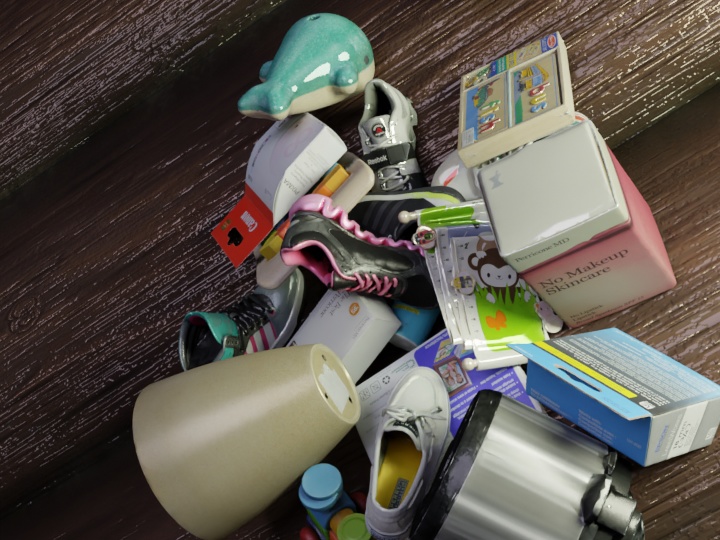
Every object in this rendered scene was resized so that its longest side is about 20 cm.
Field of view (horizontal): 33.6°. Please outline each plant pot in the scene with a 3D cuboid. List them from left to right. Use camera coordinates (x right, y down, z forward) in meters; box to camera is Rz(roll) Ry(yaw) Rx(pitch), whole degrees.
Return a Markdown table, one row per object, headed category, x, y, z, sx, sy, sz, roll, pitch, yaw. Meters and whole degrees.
| category | x | y | z | sx | sy | sz | roll | pitch | yaw |
| --- | --- | --- | --- | --- | --- | --- | --- | --- | --- |
| plant pot | -0.106 | 0.164 | 1.277 | 0.200 | 0.187 | 0.188 | -28 | 56 | 19 |

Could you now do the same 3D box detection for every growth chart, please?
| category | x | y | z | sx | sy | sz | roll | pitch | yaw |
| --- | --- | --- | --- | --- | --- | --- | --- | --- | --- |
| growth chart | 0.137 | 0.013 | 1.277 | 0.144 | 0.018 | 0.201 | -16 | 78 | -22 |

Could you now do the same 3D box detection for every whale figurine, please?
| category | x | y | z | sx | sy | sz | roll | pitch | yaw |
| --- | --- | --- | --- | --- | --- | --- | --- | --- | --- |
| whale figurine | -0.071 | -0.258 | 1.505 | 0.159 | 0.104 | 0.200 | 14 | 38 | 38 |

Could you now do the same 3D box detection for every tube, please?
| category | x | y | z | sx | sy | sz | roll | pitch | yaw |
| --- | --- | --- | --- | --- | --- | --- | --- | --- | --- |
| tube | 0.087 | -0.004 | 1.380 | 0.077 | 0.050 | 0.200 | 17 | 71 | 25 |

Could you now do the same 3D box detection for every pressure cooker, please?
| category | x | y | z | sx | sy | sz | roll | pitch | yaw |
| --- | --- | --- | --- | --- | --- | --- | --- | --- | --- |
| pressure cooker | 0.165 | 0.224 | 1.115 | 0.200 | 0.176 | 0.179 | 26 | 105 | 4 |

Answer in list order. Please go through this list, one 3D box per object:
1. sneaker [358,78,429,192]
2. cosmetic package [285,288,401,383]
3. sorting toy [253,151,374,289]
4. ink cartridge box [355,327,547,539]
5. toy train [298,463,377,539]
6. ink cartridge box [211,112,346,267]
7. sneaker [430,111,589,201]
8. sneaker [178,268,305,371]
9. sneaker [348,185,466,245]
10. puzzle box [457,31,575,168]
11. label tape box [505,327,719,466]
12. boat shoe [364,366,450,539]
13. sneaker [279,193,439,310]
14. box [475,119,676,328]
| category | x | y | z | sx | sy | sz | roll | pitch | yaw |
| --- | --- | --- | --- | --- | --- | --- | --- | --- | --- |
| sneaker | 0.031 | -0.142 | 1.448 | 0.074 | 0.088 | 0.201 | -20 | 62 | 20 |
| cosmetic package | -0.043 | 0.104 | 1.363 | 0.200 | 0.051 | 0.083 | -54 | 52 | 21 |
| sorting toy | -0.066 | -0.070 | 1.440 | 0.185 | 0.036 | 0.200 | -47 | 15 | 3 |
| ink cartridge box | 0.098 | 0.169 | 1.288 | 0.198 | 0.043 | 0.200 | -34 | 53 | 13 |
| toy train | 0.007 | 0.294 | 1.227 | 0.085 | 0.116 | 0.200 | -33 | 52 | -14 |
| ink cartridge box | -0.118 | -0.112 | 1.499 | 0.200 | 0.057 | 0.163 | -43 | 25 | -1 |
| sneaker | 0.168 | -0.123 | 1.334 | 0.199 | 0.093 | 0.071 | -21 | 96 | 12 |
| sneaker | -0.152 | 0.064 | 1.437 | 0.083 | 0.121 | 0.200 | 23 | 80 | 35 |
| sneaker | 0.033 | -0.045 | 1.365 | 0.200 | 0.072 | 0.083 | -14 | 37 | 39 |
| puzzle box | 0.177 | -0.199 | 1.368 | 0.133 | 0.025 | 0.200 | -22 | 29 | 19 |
| label tape box | 0.237 | 0.120 | 1.130 | 0.144 | 0.200 | 0.063 | 31 | 113 | 37 |
| boat shoe | 0.046 | 0.168 | 1.208 | 0.074 | 0.086 | 0.202 | 13 | 52 | 11 |
| sneaker | 0.000 | 0.000 | 1.295 | 0.200 | 0.079 | 0.095 | 26 | 43 | 0 |
| box | 0.223 | -0.041 | 1.215 | 0.128 | 0.200 | 0.109 | -24 | 57 | 20 |
